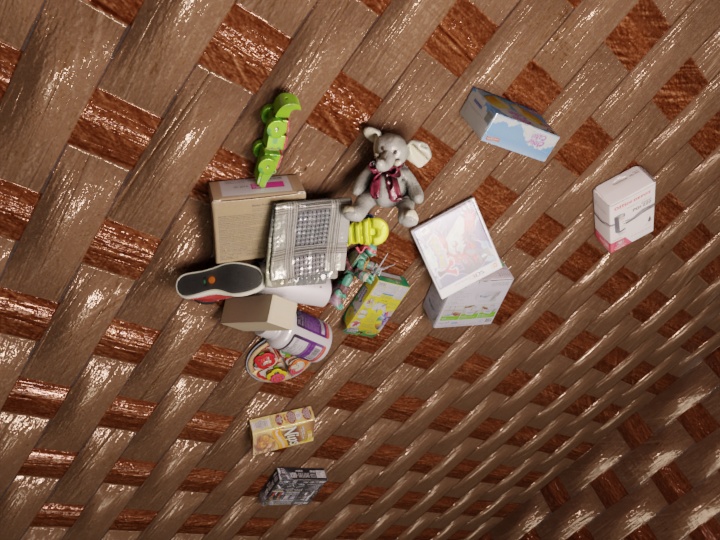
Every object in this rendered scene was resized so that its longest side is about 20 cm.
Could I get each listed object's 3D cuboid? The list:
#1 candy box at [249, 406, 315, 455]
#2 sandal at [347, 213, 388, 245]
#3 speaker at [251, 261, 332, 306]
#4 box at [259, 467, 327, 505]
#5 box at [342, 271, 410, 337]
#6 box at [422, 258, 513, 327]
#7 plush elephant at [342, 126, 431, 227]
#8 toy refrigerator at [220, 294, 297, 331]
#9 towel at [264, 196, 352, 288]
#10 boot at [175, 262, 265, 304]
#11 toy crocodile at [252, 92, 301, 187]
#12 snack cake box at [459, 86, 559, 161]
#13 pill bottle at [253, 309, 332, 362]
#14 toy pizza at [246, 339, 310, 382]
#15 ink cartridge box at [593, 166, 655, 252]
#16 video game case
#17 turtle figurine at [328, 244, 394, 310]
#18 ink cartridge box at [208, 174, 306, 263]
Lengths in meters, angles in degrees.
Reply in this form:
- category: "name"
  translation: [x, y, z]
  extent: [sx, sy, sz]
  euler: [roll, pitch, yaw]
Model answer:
- category: "candy box"
  translation: [-0.242, 0.494, 1.881]
  extent: [0.195, 0.056, 0.117]
  euler: [-9, 134, -18]
- category: "sandal"
  translation: [-0.034, -0.094, 1.407]
  extent: [0.194, 0.087, 0.082]
  euler: [2, 109, -1]
- category: "speaker"
  translation: [-0.169, 0.034, 1.462]
  extent: [0.196, 0.082, 0.082]
  euler: [11, 126, -33]
- category: "box"
  translation: [-0.235, 0.760, 2.140]
  extent: [0.196, 0.050, 0.159]
  euler: [12, 125, -33]
- category: "box"
  translation: [0.036, 0.096, 1.644]
  extent: [0.115, 0.049, 0.202]
  euler: [13, 122, -34]
- category: "box"
  translation: [0.298, 0.062, 1.697]
  extent: [0.195, 0.098, 0.179]
  euler: [-2, 131, -23]
- category: "plush elephant"
  translation: [0.061, -0.210, 1.273]
  extent: [0.161, 0.202, 0.157]
  euler: [11, 139, 18]
- category: "toy refrigerator"
  translation: [-0.239, 0.098, 1.421]
  extent: [0.075, 0.072, 0.197]
  euler: [23, 159, -39]
- category: "towel"
  translation: [-0.110, -0.056, 1.310]
  extent: [0.189, 0.034, 0.204]
  euler: [-8, 122, -32]
- category: "boot"
  translation: [-0.298, 0.035, 1.374]
  extent: [0.194, 0.074, 0.144]
  euler: [-6, 168, 3]
- category: "toy crocodile"
  translation: [-0.170, -0.254, 1.198]
  extent: [0.060, 0.068, 0.203]
  euler: [2, 130, -27]
- category: "snack cake box"
  translation: [0.327, -0.319, 1.337]
  extent: [0.196, 0.116, 0.068]
  euler: [9, 128, -32]
- category: "pill bottle"
  translation: [-0.174, 0.154, 1.551]
  extent: [0.111, 0.113, 0.198]
  euler: [-44, 134, 19]
- category: "toy pizza"
  translation: [-0.216, 0.248, 1.678]
  extent: [0.195, 0.032, 0.203]
  euler: [-13, 135, -13]
- category: "ink cartridge box"
  translation: [0.733, -0.168, 1.696]
  extent: [0.143, 0.086, 0.202]
  euler: [-27, 135, 1]
- category: "video game case"
  translation: [0.244, -0.055, 1.545]
  extent: [0.179, 0.023, 0.203]
  euler: [-27, 106, 1]
- category: "turtle figurine"
  translation: [0.000, 0.000, 1.503]
  extent: [0.200, 0.101, 0.149]
  euler: [-47, 174, 23]
- category: "ink cartridge box"
  translation: [-0.221, -0.111, 1.305]
  extent: [0.195, 0.076, 0.168]
  euler: [-7, 132, -18]
